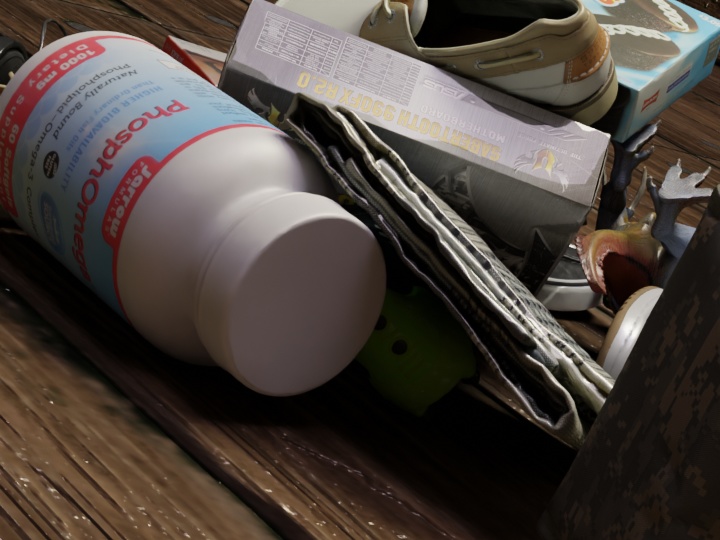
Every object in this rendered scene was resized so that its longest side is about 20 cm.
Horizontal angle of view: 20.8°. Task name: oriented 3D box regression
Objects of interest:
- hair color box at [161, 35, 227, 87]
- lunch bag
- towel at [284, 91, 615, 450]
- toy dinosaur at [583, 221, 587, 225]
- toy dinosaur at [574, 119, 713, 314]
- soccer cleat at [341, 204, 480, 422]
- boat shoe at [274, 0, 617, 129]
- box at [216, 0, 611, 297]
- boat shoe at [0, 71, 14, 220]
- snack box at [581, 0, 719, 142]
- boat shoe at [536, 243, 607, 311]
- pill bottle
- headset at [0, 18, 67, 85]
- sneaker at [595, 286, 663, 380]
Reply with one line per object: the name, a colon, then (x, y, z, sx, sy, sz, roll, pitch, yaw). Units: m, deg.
hair color box: (-0.029, -0.082, 1.255, 0.199, 0.064, 0.111, 13, 17, -27)
lunch bag: (0.197, 0.082, 0.753, 0.199, 0.165, 0.118, 19, 20, -17)
towel: (0.061, 0.009, 0.881, 0.193, 0.035, 0.200, 51, 7, 20)
toy dinosaur: (0.038, -0.090, 1.117, 0.198, 0.086, 0.136, 2, 36, -22)
toy dinosaur: (0.149, -0.004, 1.124, 0.105, 0.182, 0.200, 36, 53, 27)
soccer cleat: (0.000, 0.000, 0.950, 0.081, 0.067, 0.200, 49, 2, -27)
boat shoe: (0.036, -0.127, 1.027, 0.198, 0.075, 0.069, 8, -35, 22)
box: (0.015, -0.051, 1.044, 0.199, 0.049, 0.159, 21, -28, -3)
boat shoe: (-0.161, -0.065, 0.977, 0.199, 0.070, 0.074, 6, 20, -48)
snack box: (0.093, -0.147, 1.112, 0.199, 0.037, 0.116, 28, 37, 22)
boat shoe: (0.075, -0.027, 1.191, 0.199, 0.068, 0.072, 14, 15, -26)
pill bottle: (-0.078, -0.026, 0.873, 0.108, 0.109, 0.200, 9, 18, -41)
headset: (-0.223, -0.097, 1.053, 0.199, 0.095, 0.123, -15, 40, -43)
sneaker: (0.196, 0.061, 1.038, 0.108, 0.071, 0.200, 26, 11, 24)
